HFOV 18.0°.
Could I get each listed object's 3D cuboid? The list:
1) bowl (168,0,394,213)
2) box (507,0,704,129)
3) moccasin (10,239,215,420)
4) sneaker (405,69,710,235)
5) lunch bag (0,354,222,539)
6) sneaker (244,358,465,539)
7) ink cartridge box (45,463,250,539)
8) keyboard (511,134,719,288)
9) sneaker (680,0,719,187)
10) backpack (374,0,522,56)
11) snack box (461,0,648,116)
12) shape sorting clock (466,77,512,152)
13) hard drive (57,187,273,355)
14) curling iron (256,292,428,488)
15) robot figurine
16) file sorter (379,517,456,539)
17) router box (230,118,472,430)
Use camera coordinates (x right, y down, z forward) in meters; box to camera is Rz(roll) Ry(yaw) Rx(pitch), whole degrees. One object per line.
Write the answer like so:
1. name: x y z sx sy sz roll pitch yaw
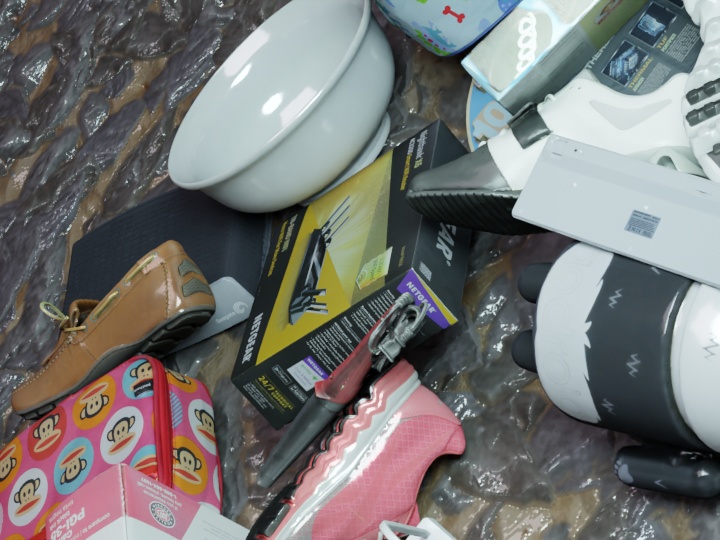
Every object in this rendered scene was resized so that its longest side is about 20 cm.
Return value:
1. bowl: -0.041 -0.112 1.670 0.201 0.090 0.202 -37 27 22
2. box: 0.209 -0.122 1.452 0.157 0.051 0.201 35 88 36
3. moccasin: -0.193 0.048 1.686 0.201 0.073 0.078 -41 67 37
4. sneaker: 0.124 -0.076 1.411 0.198 0.074 0.089 -8 69 20
5. lunch bag: -0.187 0.176 1.636 0.199 0.082 0.177 -35 44 28
6. sneaker: -0.007 0.157 1.460 0.201 0.087 0.074 -52 4 -5
7. ink cartridge box: -0.124 0.247 1.464 0.083 0.146 0.201 -35 42 25
8. keyboard: 0.165 -0.033 1.296 0.199 0.011 0.057 22 89 48
9. sneaker: 0.233 -0.118 1.336 0.075 0.081 0.201 -19 47 27
10. backpack: 0.072 -0.247 1.581 0.183 0.147 0.200 -44 15 13
11. snack box: 0.152 -0.179 1.406 0.200 0.116 0.037 -45 79 6
12. shape sorting clock: 0.154 -0.137 1.552 0.199 0.039 0.201 -26 47 31
13. hard drive: -0.154 0.001 1.757 0.199 0.042 0.136 -21 49 34
14. curling iron: -0.018 0.079 1.455 0.200 0.026 0.050 -48 2 40
15. robot figurine: 0.183 0.039 1.330 0.199 0.151 0.125 10 46 46
16. file sorter: 0.013 0.259 1.298 0.139 0.124 0.200 40 93 19
17. router box: 0.000 0.000 1.545 0.157 0.052 0.201 -32 23 24
